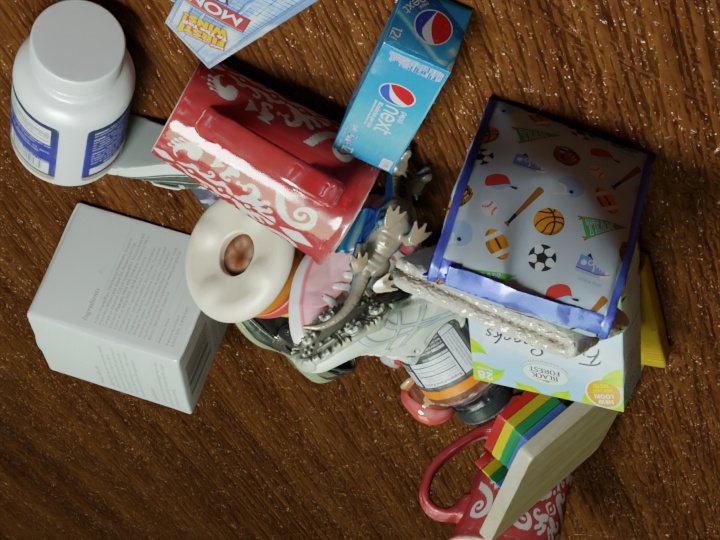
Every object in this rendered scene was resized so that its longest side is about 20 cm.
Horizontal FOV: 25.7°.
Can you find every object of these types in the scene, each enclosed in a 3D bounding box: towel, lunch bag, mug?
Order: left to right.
[{"bbox_3d":[-0.084,-0.120,1.514,0.199,0.134,0.178,30,154,-8],"label":"mug"},{"bbox_3d":[0.136,0.026,1.457,0.199,0.035,0.132,24,-159,25],"label":"towel"},{"bbox_3d":[0.183,0.256,1.934,0.177,0.201,0.133,33,153,-23],"label":"mug"},{"bbox_3d":[0.154,-0.032,1.384,0.168,0.201,0.125,17,131,3],"label":"lunch bag"}]

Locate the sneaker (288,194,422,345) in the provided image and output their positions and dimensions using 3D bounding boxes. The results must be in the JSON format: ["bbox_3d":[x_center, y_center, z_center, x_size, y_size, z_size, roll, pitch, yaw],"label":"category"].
[{"bbox_3d":[0.000,0.000,1.602,0.104,0.201,0.076,-7,137,35],"label":"sneaker"}]

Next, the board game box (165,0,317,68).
[{"bbox_3d":[-0.137,-0.260,1.349,0.199,0.062,0.200,27,153,-11],"label":"board game box"}]

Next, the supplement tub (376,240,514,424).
[{"bbox_3d":[0.088,0.072,1.720,0.106,0.107,0.201,-9,125,47],"label":"supplement tub"}]

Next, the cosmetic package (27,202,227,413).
[{"bbox_3d":[-0.276,0.047,1.939,0.198,0.166,0.165,17,154,8],"label":"cosmetic package"}]

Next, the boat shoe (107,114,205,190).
[{"bbox_3d":[-0.204,-0.115,1.674,0.198,0.071,0.064,8,151,23],"label":"boat shoe"}]

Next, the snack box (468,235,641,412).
[{"bbox_3d":[0.192,0.031,1.576,0.167,0.068,0.201,10,130,25],"label":"snack box"}]

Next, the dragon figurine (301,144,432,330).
[{"bbox_3d":[0.013,-0.026,1.535,0.059,0.201,0.099,29,-173,-17],"label":"dragon figurine"}]

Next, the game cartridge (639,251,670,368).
[{"bbox_3d":[0.231,0.034,1.674,0.175,0.033,0.201,9,150,24],"label":"game cartridge"}]

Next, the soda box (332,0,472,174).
[{"bbox_3d":[0.034,-0.165,1.393,0.064,0.068,0.200,23,155,-5],"label":"soda box"}]

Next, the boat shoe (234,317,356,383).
[{"bbox_3d":[-0.080,0.073,1.959,0.066,0.072,0.201,-15,138,37],"label":"boat shoe"}]

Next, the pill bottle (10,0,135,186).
[{"bbox_3d":[-0.283,-0.177,1.558,0.119,0.121,0.200,23,155,-4],"label":"pill bottle"}]

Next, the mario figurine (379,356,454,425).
[{"bbox_3d":[0.099,0.099,1.887,0.124,0.105,0.201,52,150,20],"label":"mario figurine"}]

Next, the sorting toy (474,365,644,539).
[{"bbox_3d":[0.210,0.186,1.798,0.070,0.199,0.200,43,147,19],"label":"sorting toy"}]

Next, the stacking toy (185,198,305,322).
[{"bbox_3d":[-0.085,0.002,1.751,0.145,0.148,0.199,2,168,35],"label":"stacking toy"}]

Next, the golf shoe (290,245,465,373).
[{"bbox_3d":[0.028,0.063,1.556,0.078,0.199,0.098,26,141,57],"label":"golf shoe"}]

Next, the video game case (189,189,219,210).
[{"bbox_3d":[-0.108,-0.061,1.767,0.142,0.019,0.200,6,149,29],"label":"video game case"}]
